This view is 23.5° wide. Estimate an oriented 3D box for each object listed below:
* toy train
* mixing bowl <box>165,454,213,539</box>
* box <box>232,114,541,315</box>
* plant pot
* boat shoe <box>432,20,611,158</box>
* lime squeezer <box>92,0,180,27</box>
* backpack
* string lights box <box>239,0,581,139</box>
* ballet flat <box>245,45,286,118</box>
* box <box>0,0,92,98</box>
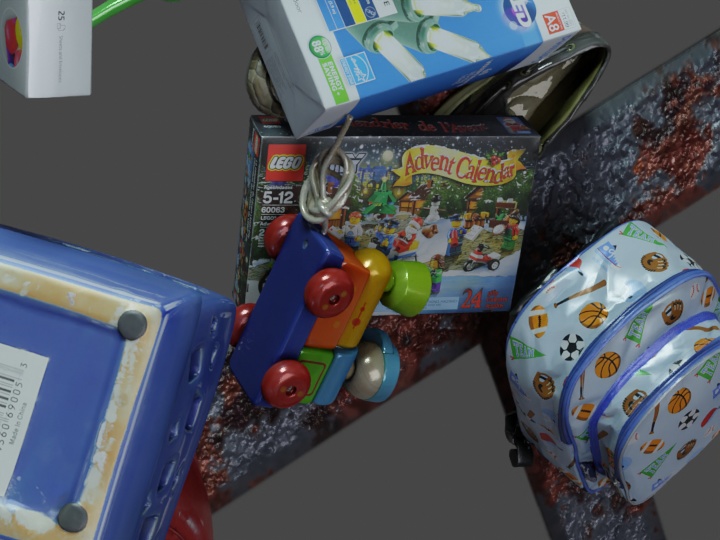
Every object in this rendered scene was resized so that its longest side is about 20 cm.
[{"bbox_3d":[0.000,0.000,1.138,0.115,0.085,0.201,10,116,-35],"label":"toy train"},{"bbox_3d":[-0.174,0.189,1.147,0.198,0.108,0.202,-10,111,-27],"label":"mixing bowl"},{"bbox_3d":[0.017,-0.037,1.189,0.198,0.038,0.138,-2,119,-18],"label":"box"},{"bbox_3d":[-0.193,0.076,0.994,0.198,0.180,0.202,17,84,-1],"label":"plant pot"},{"bbox_3d":[0.102,-0.102,1.241,0.073,0.065,0.201,40,85,-35],"label":"boat shoe"},{"bbox_3d":[-0.108,-0.178,1.118,0.198,0.038,0.071,-7,140,-30],"label":"lime squeezer"},{"bbox_3d":[0.194,0.065,1.280,0.200,0.154,0.191,-46,140,-11],"label":"backpack"},{"bbox_3d":[0.033,-0.166,1.120,0.199,0.059,0.104,-20,84,-26],"label":"string lights box"},{"bbox_3d":[0.008,-0.158,1.161,0.199,0.046,0.068,-29,118,-31],"label":"ballet flat"},{"bbox_3d":[-0.202,-0.190,0.951,0.041,0.200,0.158,-6,108,-30],"label":"box"}]
